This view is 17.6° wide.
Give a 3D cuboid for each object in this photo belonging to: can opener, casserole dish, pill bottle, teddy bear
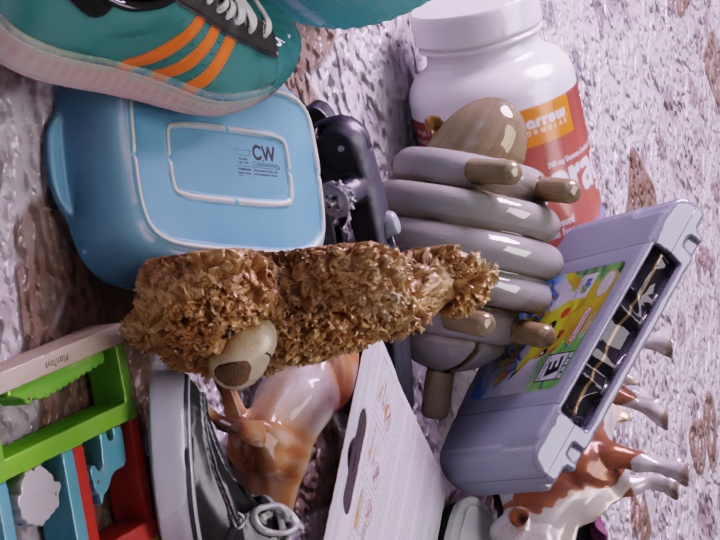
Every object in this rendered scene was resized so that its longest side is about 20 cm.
[{"bbox_3d":[0.000,0.000,1.362,0.079,0.063,0.201,-46,126,-59],"label":"can opener"},{"bbox_3d":[-0.079,-0.050,1.187,0.200,0.039,0.122,4,76,-54],"label":"casserole dish"},{"bbox_3d":[0.094,-0.081,1.524,0.112,0.112,0.201,-45,125,-59],"label":"pill bottle"},{"bbox_3d":[-0.021,0.023,1.156,0.200,0.145,0.067,1,81,-60],"label":"teddy bear"}]

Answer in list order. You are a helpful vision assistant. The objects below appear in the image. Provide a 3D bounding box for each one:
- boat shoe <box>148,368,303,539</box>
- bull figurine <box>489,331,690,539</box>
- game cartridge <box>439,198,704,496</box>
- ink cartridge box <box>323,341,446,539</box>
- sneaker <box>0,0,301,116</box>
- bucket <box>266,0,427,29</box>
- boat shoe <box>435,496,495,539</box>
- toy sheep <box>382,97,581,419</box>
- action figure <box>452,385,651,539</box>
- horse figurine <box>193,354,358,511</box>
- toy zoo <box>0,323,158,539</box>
[{"bbox_3d":[-0.062,0.140,1.169,0.074,0.068,0.200,-97,176,-77],"label":"boat shoe"},{"bbox_3d":[0.141,0.109,1.469,0.065,0.121,0.200,94,-1,-46],"label":"bull figurine"},{"bbox_3d":[0.125,0.047,1.419,0.040,0.133,0.200,37,68,-14],"label":"game cartridge"},{"bbox_3d":[-0.003,0.143,1.314,0.200,0.057,0.163,60,35,-51],"label":"ink cartridge box"},{"bbox_3d":[-0.089,-0.127,1.109,0.200,0.080,0.071,1,50,-50],"label":"sneaker"},{"bbox_3d":[-0.024,-0.232,1.206,0.135,0.207,0.208,40,50,-59],"label":"bucket"},{"bbox_3d":[0.044,0.237,1.414,0.076,0.060,0.201,33,57,-45],"label":"boat shoe"},{"bbox_3d":[0.063,-0.008,1.421,0.138,0.138,0.201,20,83,-63],"label":"toy sheep"},{"bbox_3d":[0.117,0.126,1.588,0.134,0.148,0.200,100,-12,-45],"label":"action figure"},{"bbox_3d":[-0.046,0.058,1.268,0.133,0.050,0.200,58,38,-32],"label":"horse figurine"},{"bbox_3d":[-0.135,0.136,1.093,0.131,0.020,0.201,-26,108,-64],"label":"toy zoo"}]
